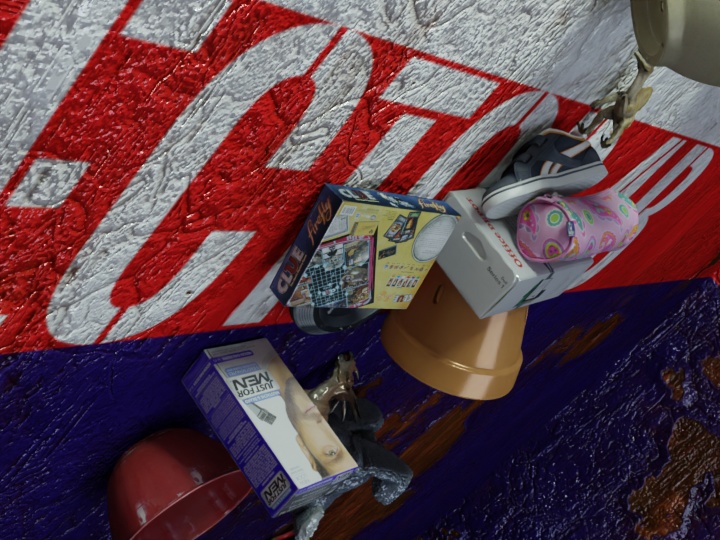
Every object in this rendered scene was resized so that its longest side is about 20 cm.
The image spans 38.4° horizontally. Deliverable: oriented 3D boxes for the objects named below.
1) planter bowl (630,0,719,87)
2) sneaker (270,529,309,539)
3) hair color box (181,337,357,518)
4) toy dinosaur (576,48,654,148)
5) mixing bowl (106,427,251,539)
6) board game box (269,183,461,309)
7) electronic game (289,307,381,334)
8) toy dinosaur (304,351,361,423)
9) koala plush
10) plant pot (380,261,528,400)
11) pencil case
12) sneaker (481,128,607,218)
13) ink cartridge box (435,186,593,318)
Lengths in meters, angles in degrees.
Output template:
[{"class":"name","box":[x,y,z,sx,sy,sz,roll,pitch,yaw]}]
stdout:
[{"class":"planter bowl","box":[0.357,-0.279,1.059,0.134,0.201,0.200,-9,156,-1]},{"class":"sneaker","box":[-0.188,0.600,2.156,0.200,0.078,0.090,-33,152,-30]},{"class":"hair color box","box":[-0.106,0.176,1.198,0.109,0.200,0.065,-8,145,-53]},{"class":"toy dinosaur","box":[0.338,-0.200,1.344,0.101,0.058,0.200,-33,159,-16]},{"class":"mixing bowl","box":[-0.241,0.270,1.303,0.200,0.108,0.200,-32,159,-14]},{"class":"board game box","box":[0.009,-0.021,1.130,0.200,0.035,0.136,4,123,-48]},{"class":"electronic game","box":[0.000,0.000,1.227,0.200,0.042,0.200,-32,151,-20]},{"class":"toy dinosaur","box":[-0.072,0.218,1.497,0.200,0.086,0.135,-51,153,23]},{"class":"koala plush","box":[-0.061,0.314,1.632,0.184,0.178,0.200,20,122,-45]},{"class":"plant pot","box":[0.142,0.060,1.412,0.200,0.200,0.140,-12,130,-49]},{"class":"pencil case","box":[0.272,-0.058,1.289,0.200,0.088,0.087,-8,144,-50]},{"class":"sneaker","box":[0.214,-0.122,1.276,0.200,0.080,0.078,-18,166,-37]},{"class":"ink cartridge box","box":[0.186,-0.030,1.326,0.200,0.146,0.084,-11,148,-50]}]
